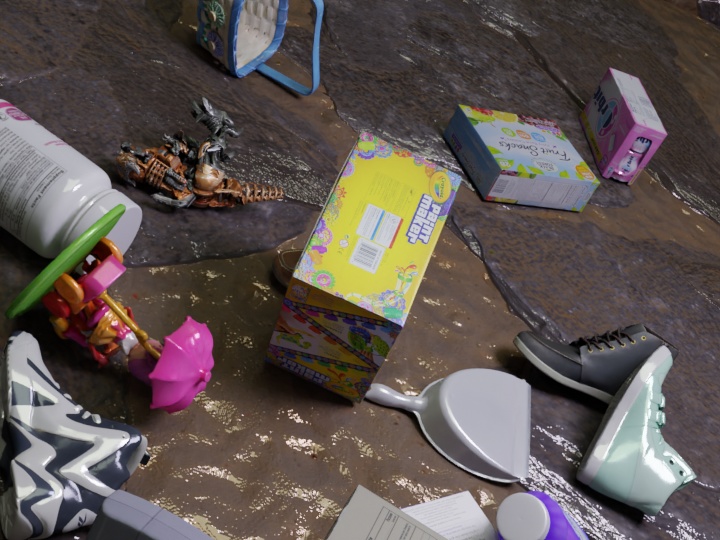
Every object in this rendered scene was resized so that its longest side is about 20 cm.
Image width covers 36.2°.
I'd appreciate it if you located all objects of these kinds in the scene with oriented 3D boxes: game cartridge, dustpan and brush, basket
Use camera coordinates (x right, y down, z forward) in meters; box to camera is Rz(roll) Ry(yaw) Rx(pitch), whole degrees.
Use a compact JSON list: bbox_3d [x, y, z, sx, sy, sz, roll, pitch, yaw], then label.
[{"bbox_3d":[-0.136,0.266,0.860,0.199,0.134,0.040,34,28,9],"label":"game cartridge"},{"bbox_3d":[0.092,0.155,1.236,0.199,0.057,0.140,25,47,-17],"label":"dustpan and brush"},{"bbox_3d":[-0.144,-0.361,1.618,0.199,0.177,0.139,23,48,16],"label":"basket"}]

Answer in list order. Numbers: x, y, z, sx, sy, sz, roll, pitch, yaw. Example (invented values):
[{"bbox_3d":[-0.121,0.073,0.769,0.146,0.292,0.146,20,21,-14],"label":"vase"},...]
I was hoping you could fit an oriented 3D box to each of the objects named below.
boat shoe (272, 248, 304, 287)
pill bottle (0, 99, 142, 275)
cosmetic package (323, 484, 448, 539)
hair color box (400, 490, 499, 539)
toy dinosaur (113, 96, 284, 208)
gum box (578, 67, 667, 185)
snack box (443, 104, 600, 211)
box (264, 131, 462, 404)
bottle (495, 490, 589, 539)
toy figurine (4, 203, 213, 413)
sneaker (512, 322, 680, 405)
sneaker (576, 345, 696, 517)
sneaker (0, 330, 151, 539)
[{"bbox_3d":[-0.013,-0.009,1.342,0.199,0.072,0.076,3,42,-32],"label":"boat shoe"},{"bbox_3d":[-0.341,-0.085,1.178,0.200,0.114,0.113,35,35,8],"label":"pill bottle"},{"bbox_3d":[0.054,0.277,0.913,0.199,0.071,0.105,31,26,7],"label":"cosmetic package"},{"bbox_3d":[0.105,0.312,1.029,0.109,0.065,0.200,-5,45,-39],"label":"hair color box"},{"bbox_3d":[-0.200,-0.122,1.366,0.199,0.102,0.136,31,46,-29],"label":"toy dinosaur"},{"bbox_3d":[0.459,-0.251,1.933,0.066,0.114,0.201,16,36,-17],"label":"gum box"},{"bbox_3d":[0.254,-0.177,1.740,0.199,0.068,0.169,4,42,-30],"label":"snack box"},{"bbox_3d":[0.000,0.000,1.179,0.121,0.193,0.201,24,58,0],"label":"box"},{"bbox_3d":[0.174,0.255,1.057,0.084,0.065,0.200,54,3,30],"label":"bottle"},{"bbox_3d":[-0.228,0.062,1.062,0.184,0.200,0.150,47,57,-8],"label":"toy figurine"},{"bbox_3d":[0.294,0.096,1.377,0.199,0.107,0.075,25,13,-13],"label":"sneaker"},{"bbox_3d":[0.347,0.192,1.291,0.118,0.074,0.201,31,67,8],"label":"sneaker"},{"bbox_3d":[-0.255,0.144,0.981,0.129,0.080,0.200,7,40,-30],"label":"sneaker"}]
